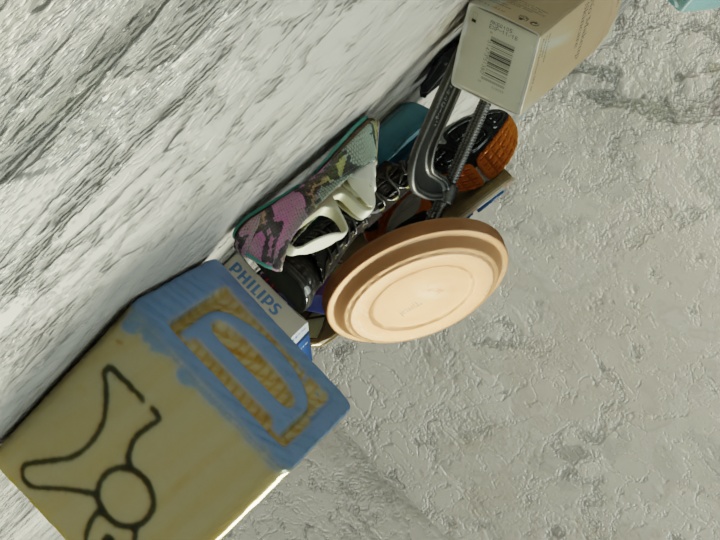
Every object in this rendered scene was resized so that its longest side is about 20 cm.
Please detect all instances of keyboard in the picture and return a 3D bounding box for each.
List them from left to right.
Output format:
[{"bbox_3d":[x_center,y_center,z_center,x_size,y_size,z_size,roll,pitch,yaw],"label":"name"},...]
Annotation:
[{"bbox_3d":[0.136,-0.253,1.660,0.200,0.021,0.127,-43,178,-39],"label":"keyboard"}]

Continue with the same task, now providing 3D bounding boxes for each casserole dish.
[{"bbox_3d":[0.014,-0.115,1.739,0.121,0.039,0.200,-43,178,-29],"label":"casserole dish"}]

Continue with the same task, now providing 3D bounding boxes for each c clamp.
[{"bbox_3d":[0.098,-0.138,1.611,0.171,0.027,0.201,11,102,-61],"label":"c clamp"}]

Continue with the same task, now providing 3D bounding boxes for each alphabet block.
[{"bbox_3d":[-0.159,0.139,1.422,0.200,0.195,0.196,-44,176,20],"label":"alphabet block"}]

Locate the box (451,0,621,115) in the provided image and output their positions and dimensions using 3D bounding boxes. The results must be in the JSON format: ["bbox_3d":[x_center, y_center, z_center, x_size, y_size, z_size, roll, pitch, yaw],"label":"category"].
[{"bbox_3d":[0.173,-0.237,1.552,0.200,0.078,0.095,-42,152,-44],"label":"box"}]

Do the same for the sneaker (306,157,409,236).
[{"bbox_3d":[0.019,-0.061,1.891,0.074,0.088,0.200,11,-139,40],"label":"sneaker"}]

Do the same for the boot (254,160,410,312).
[{"bbox_3d":[-0.019,-0.045,1.574,0.174,0.069,0.200,-41,-174,-2],"label":"boot"}]

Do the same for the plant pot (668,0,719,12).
[{"bbox_3d":[0.408,-0.398,1.816,0.200,0.197,0.196,-36,177,-4],"label":"plant pot"}]

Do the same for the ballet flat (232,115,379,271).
[{"bbox_3d":[-0.032,-0.062,1.490,0.200,0.071,0.069,-43,170,-34],"label":"ballet flat"}]

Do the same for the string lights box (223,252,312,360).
[{"bbox_3d":[-0.104,0.060,1.683,0.059,0.103,0.200,-43,169,-10],"label":"string lights box"}]

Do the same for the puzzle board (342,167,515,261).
[{"bbox_3d":[0.070,-0.054,1.762,0.200,0.017,0.151,-37,-162,3],"label":"puzzle board"}]

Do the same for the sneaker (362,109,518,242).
[{"bbox_3d":[0.074,-0.105,1.729,0.200,0.076,0.092,-38,-161,-1],"label":"sneaker"}]

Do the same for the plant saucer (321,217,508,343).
[{"bbox_3d":[0.059,0.018,1.686,0.199,0.032,0.201,-14,149,-9],"label":"plant saucer"}]

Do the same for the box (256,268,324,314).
[{"bbox_3d":[-0.013,0.012,1.889,0.121,0.199,0.033,-41,135,-49],"label":"box"}]

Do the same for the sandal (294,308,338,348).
[{"bbox_3d":[-0.054,0.035,1.948,0.200,0.080,0.054,-92,-172,-56],"label":"sandal"}]

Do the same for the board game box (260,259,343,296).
[{"bbox_3d":[0.000,0.000,1.830,0.120,0.199,0.032,-44,134,-69],"label":"board game box"}]
